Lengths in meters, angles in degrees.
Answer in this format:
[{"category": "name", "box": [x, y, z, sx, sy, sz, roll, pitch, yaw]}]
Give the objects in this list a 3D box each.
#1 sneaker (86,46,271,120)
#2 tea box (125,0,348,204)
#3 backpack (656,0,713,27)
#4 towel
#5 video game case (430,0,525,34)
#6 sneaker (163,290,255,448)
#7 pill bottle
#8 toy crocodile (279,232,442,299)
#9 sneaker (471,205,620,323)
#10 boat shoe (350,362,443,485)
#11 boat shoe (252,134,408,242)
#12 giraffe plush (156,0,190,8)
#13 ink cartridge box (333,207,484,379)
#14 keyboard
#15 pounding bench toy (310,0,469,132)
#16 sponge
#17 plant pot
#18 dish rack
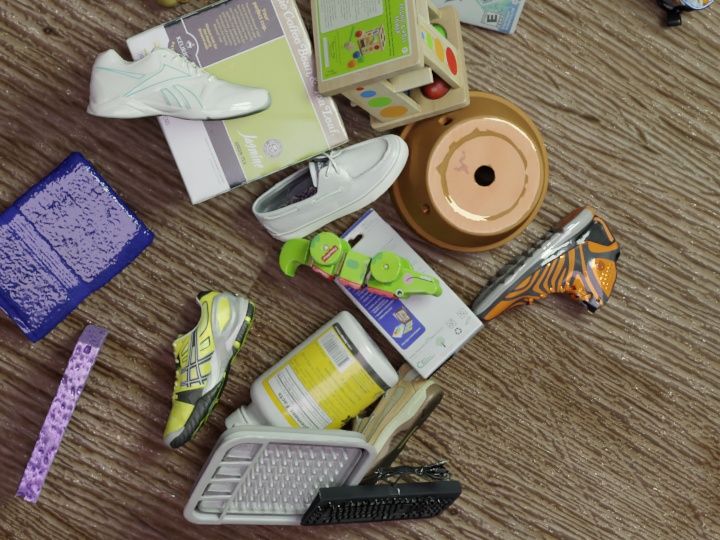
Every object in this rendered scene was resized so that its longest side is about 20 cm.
[{"category": "sneaker", "box": [-0.195, -0.200, 1.379, 0.200, 0.070, 0.081, 2, 95, -2]}, {"category": "tea box", "box": [-0.140, -0.207, 1.483, 0.196, 0.134, 0.200, -21, 98, -1]}, {"category": "backpack", "box": [0.377, -0.420, 1.498, 0.190, 0.154, 0.200, 40, 95, 2]}, {"category": "towel", "box": [-0.366, -0.030, 1.534, 0.200, 0.050, 0.148, -40, 105, 0]}, {"category": "video game case", "box": [0.123, -0.387, 1.491, 0.182, 0.022, 0.200, 13, 126, -7]}, {"category": "sneaker", "box": [-0.198, 0.119, 1.556, 0.076, 0.075, 0.200, 24, 84, 0]}, {"category": "pill bottle", "box": [-0.062, 0.150, 1.544, 0.200, 0.111, 0.111, -38, 98, 3]}, {"category": "toy crocodile", "box": [0.000, 0.000, 1.515, 0.199, 0.068, 0.062, 17, 88, 12]}, {"category": "sneaker", "box": [0.238, 0.022, 1.570, 0.200, 0.078, 0.112, -39, 97, 1]}, {"category": "boat shoe", "box": [0.016, 0.202, 1.587, 0.076, 0.072, 0.200, 41, 94, 18]}, {"category": "boat shoe", "box": [-0.039, -0.107, 1.510, 0.200, 0.072, 0.068, -25, 143, 22]}, {"category": "giraffe plush", "box": [-0.229, -0.403, 1.437, 0.172, 0.162, 0.200, -21, 99, -2]}, {"category": "ink cartridge box", "box": [0.048, 0.028, 1.557, 0.099, 0.039, 0.200, -42, 80, 1]}, {"category": "keyboard", "box": [0.036, 0.272, 1.546, 0.199, 0.021, 0.127, 1, 137, -29]}, {"category": "pounding bench toy", "box": [0.035, -0.284, 1.466, 0.124, 0.156, 0.201, -13, 72, 25]}, {"category": "sponge", "box": [-0.355, 0.167, 1.522, 0.030, 0.112, 0.200, 22, 95, -9]}, {"category": "plant pot", "box": [0.136, -0.114, 1.514, 0.199, 0.140, 0.201, -1, 98, -5]}, {"category": "dish rack", "box": [-0.097, 0.234, 1.495, 0.199, 0.044, 0.172, 8, 133, -26]}]
